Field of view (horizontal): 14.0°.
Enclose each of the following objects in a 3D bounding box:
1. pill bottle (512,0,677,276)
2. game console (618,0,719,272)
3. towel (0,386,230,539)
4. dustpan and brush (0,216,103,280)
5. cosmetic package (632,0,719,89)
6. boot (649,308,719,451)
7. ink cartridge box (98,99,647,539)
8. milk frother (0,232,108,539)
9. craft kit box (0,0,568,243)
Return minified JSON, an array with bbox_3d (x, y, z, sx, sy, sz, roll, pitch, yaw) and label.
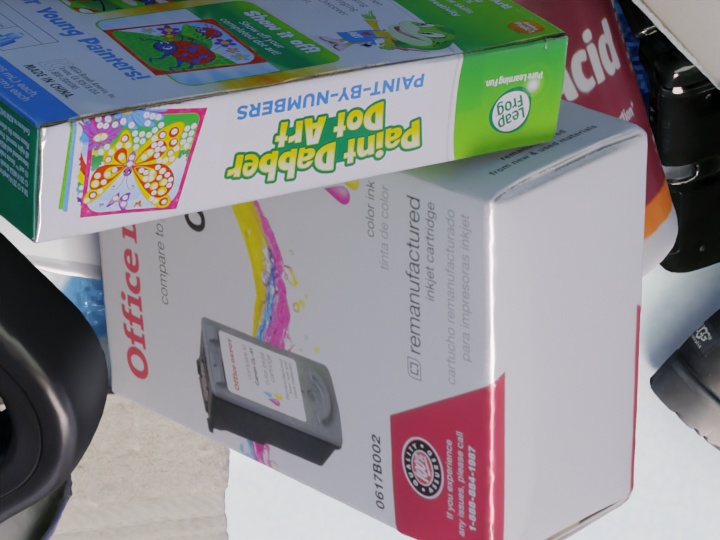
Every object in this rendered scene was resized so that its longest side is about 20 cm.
[{"bbox_3d":[0.041,-0.088,1.108,0.114,0.114,0.200,-23,107,-14],"label":"pill bottle"},{"bbox_3d":[0.187,-0.120,1.205,0.200,0.116,0.176,-19,136,-14],"label":"game console"},{"bbox_3d":[-0.137,0.114,1.103,0.200,0.034,0.133,-4,92,-31],"label":"towel"},{"bbox_3d":[-0.129,-0.103,1.072,0.139,0.057,0.201,9,88,-24],"label":"dustpan and brush"},{"bbox_3d":[0.175,-0.162,1.081,0.103,0.087,0.200,49,50,8],"label":"cosmetic package"},{"bbox_3d":[0.242,0.022,1.201,0.165,0.066,0.200,38,101,-21],"label":"boot"},{"bbox_3d":[0.000,0.000,1.045,0.086,0.200,0.148,-27,125,-41],"label":"ink cartridge box"},{"bbox_3d":[-0.201,0.063,0.933,0.188,0.180,0.200,49,54,-19],"label":"milk frother"},{"bbox_3d":[-0.069,-0.082,0.970,0.197,0.200,0.049,-15,123,-31],"label":"craft kit box"}]
